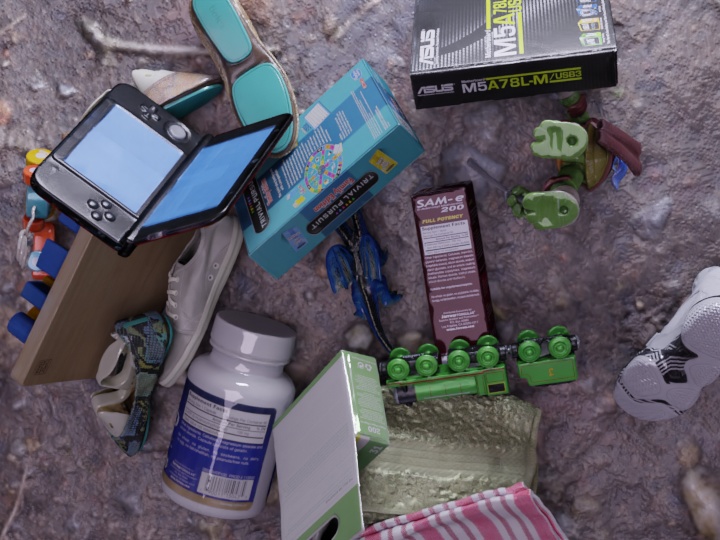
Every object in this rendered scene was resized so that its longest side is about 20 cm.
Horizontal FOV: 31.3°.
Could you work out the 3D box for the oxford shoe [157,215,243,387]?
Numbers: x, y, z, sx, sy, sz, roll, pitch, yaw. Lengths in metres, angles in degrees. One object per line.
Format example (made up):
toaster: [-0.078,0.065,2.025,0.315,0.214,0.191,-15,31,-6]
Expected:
oxford shoe: [-0.186,0.029,1.390,0.057,0.075,0.201,19,99,-21]

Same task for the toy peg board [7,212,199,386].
toy peg board: [-0.290,0.006,1.357,0.097,0.199,0.201,32,102,20]

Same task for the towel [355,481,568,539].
towel: [0.103,0.281,1.269,0.199,0.030,0.147,-20,129,19]

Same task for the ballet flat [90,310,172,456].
ballet flat: [-0.258,0.125,1.392,0.074,0.074,0.201,22,122,6]

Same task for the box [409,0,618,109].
box: [0.147,-0.237,1.249,0.191,0.201,0.048,-3,130,9]

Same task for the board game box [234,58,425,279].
board game box: [-0.040,-0.106,1.317,0.200,0.151,0.047,-40,125,13]

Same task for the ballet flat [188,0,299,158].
ballet flat: [-0.116,-0.209,1.355,0.070,0.065,0.201,-24,85,3]

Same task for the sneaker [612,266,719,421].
sneaker: [0.341,0.072,1.315,0.075,0.115,0.200,39,136,3]

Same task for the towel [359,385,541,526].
towel: [0.083,0.189,1.293,0.198,0.037,0.150,6,71,-5]

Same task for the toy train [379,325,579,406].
toy train: [0.118,0.096,1.263,0.198,0.042,0.057,-9,108,9]

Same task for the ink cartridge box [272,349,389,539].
ink cartridge box: [-0.028,0.199,1.244,0.048,0.201,0.146,17,134,-29]

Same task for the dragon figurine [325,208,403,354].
dragon figurine: [0.000,0.000,1.329,0.058,0.099,0.201,-18,60,13]

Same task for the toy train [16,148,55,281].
toy train: [-0.326,-0.050,1.362,0.055,0.200,0.152,3,85,-11]

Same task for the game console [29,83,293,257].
game console: [-0.189,-0.118,1.240,0.172,0.200,0.119,36,130,-6]

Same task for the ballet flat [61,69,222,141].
ballet flat: [-0.243,-0.175,1.385,0.199,0.068,0.068,-31,84,10]

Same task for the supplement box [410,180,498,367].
supplement box: [0.101,0.013,1.327,0.060,0.109,0.202,-8,95,10]

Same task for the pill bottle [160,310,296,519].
pill bottle: [-0.136,0.152,1.379,0.119,0.120,0.202,17,99,7]

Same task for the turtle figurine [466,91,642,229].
turtle figurine: [0.170,-0.118,1.257,0.200,0.194,0.144,39,110,-1]

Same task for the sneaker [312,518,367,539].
sneaker: [-0.031,0.334,1.406,0.074,0.081,0.202,4,99,7]
